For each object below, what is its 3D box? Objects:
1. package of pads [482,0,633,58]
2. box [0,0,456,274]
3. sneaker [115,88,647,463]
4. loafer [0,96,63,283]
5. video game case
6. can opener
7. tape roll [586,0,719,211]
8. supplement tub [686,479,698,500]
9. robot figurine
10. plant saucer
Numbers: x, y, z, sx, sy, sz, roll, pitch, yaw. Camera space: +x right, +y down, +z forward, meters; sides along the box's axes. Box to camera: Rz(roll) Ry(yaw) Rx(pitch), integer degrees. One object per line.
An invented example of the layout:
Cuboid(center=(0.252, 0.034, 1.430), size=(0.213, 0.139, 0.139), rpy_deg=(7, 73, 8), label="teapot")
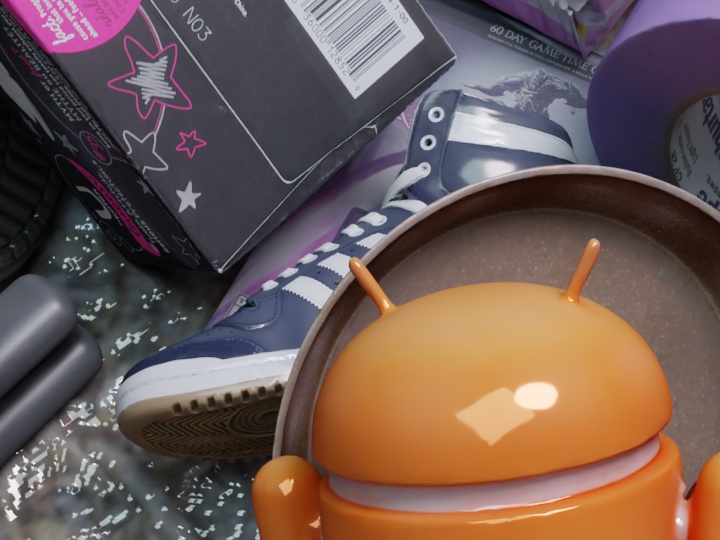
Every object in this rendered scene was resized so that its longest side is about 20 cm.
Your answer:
Cuboid(center=(0.100, -0.191, 0.909), size=(0.120, 0.076, 0.200), rpy_deg=(31, 63, 18), label="package of pads")
Cuboid(center=(-0.084, -0.117, 0.810), size=(0.132, 0.115, 0.200), rpy_deg=(-42, 109, -17), label="box")
Cuboid(center=(0.000, 0.000, 0.801), size=(0.199, 0.070, 0.109), rpy_deg=(-11, 67, -11), label="sneaker")
Cuboid(center=(-0.166, -0.080, 0.882), size=(0.071, 0.073, 0.201), rpy_deg=(-20, 59, 34), label="loafer")
Cuboid(center=(0.040, -0.011, 0.856), size=(0.142, 0.019, 0.201), rpy_deg=(24, 67, 14), label="video game case")
Cuboid(center=(-0.165, 0.089, 0.788), size=(0.067, 0.053, 0.200), rpy_deg=(30, 66, 38), label="can opener")
Cuboid(center=(0.186, -0.050, 0.767), size=(0.199, 0.200, 0.085), rpy_deg=(28, 67, 16), label="tape roll")
Cuboid(center=(0.213, 0.108, 0.717), size=(0.199, 0.123, 0.123), rpy_deg=(-4, 62, -6), label="supplement tub")
Cuboid(center=(0.048, 0.091, 0.675), size=(0.116, 0.144, 0.201), rpy_deg=(-13, 101, -28), label="robot figurine")
Cuboid(center=(0.063, 0.061, 0.754), size=(0.199, 0.034, 0.202), rpy_deg=(-3, 102, -14), label="plant saucer")
